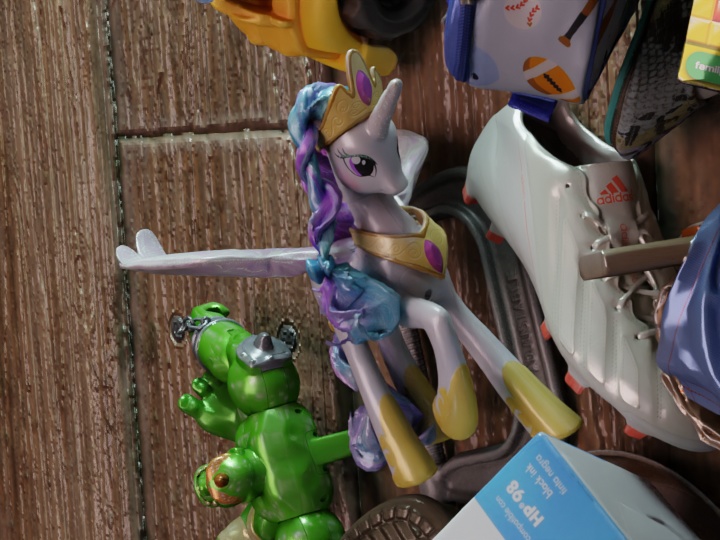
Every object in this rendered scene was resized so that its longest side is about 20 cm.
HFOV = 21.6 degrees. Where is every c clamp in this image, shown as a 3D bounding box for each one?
[{"bbox_3d":[0.042,0.050,0.992,0.170,0.027,0.202,-10,88,53],"label":"c clamp"}]

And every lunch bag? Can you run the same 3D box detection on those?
[{"bbox_3d":[0.085,-0.150,0.771,0.075,0.200,0.161,14,110,11],"label":"lunch bag"}]

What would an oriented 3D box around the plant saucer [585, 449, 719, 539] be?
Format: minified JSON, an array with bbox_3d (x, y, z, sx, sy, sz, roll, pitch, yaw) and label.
[{"bbox_3d":[0.137,0.180,0.879,0.200,0.032,0.202,16,110,51],"label":"plant saucer"}]

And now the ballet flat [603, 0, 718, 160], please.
[{"bbox_3d":[0.155,-0.130,0.786,0.072,0.072,0.201,38,126,43],"label":"ballet flat"}]

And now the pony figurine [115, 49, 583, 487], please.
[{"bbox_3d":[0.000,0.000,0.909,0.193,0.166,0.201,-10,108,59],"label":"pony figurine"}]

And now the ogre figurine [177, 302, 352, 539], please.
[{"bbox_3d":[-0.051,0.110,1.076,0.120,0.097,0.201,144,129,-68],"label":"ogre figurine"}]

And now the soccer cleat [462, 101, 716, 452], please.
[{"bbox_3d":[0.111,-0.006,0.860,0.200,0.069,0.078,58,133,33],"label":"soccer cleat"}]

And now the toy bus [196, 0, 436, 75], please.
[{"bbox_3d":[-0.058,-0.201,0.950,0.135,0.191,0.201,32,121,44],"label":"toy bus"}]

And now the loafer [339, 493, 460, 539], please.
[{"bbox_3d":[0.018,0.192,1.011,0.076,0.067,0.201,50,133,31],"label":"loafer"}]

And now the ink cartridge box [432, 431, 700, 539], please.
[{"bbox_3d":[0.050,0.170,0.802,0.200,0.116,0.067,-47,56,11],"label":"ink cartridge box"}]

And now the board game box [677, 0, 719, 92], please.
[{"bbox_3d":[0.221,-0.123,0.628,0.199,0.057,0.166,15,112,19],"label":"board game box"}]

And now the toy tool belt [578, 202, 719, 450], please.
[{"bbox_3d":[0.177,0.015,0.631,0.199,0.122,0.126,5,82,52],"label":"toy tool belt"}]
